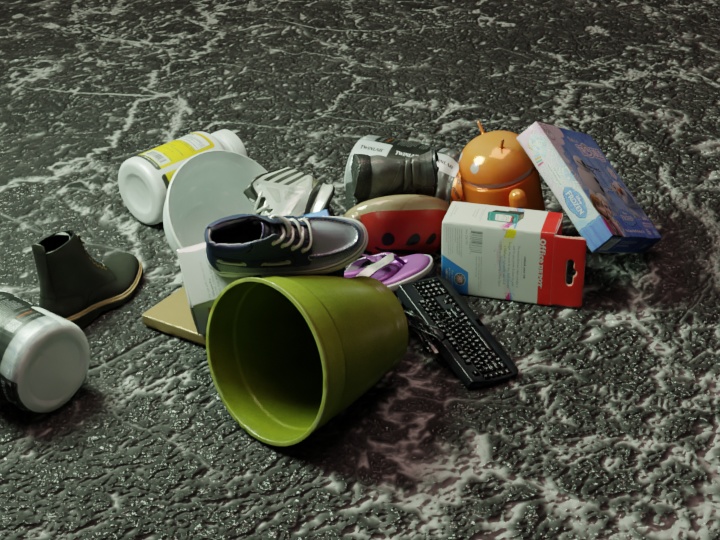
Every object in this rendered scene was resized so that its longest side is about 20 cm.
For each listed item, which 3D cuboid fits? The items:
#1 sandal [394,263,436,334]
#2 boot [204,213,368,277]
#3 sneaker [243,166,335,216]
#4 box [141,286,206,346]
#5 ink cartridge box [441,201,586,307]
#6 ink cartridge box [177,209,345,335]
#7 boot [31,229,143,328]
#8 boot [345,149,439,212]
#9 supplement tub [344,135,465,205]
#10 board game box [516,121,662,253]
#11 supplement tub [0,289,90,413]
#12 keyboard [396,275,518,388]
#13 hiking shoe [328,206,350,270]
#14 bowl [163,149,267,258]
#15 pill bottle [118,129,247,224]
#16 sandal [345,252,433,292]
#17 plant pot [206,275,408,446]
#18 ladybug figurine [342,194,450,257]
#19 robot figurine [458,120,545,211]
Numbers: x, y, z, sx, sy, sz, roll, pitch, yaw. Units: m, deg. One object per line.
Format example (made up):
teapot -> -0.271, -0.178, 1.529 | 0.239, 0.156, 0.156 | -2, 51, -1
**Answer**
sandal -> 0.056, 0.028, 1.671 | 0.076, 0.043, 0.200 | 4, 31, 11
boot -> -0.087, -0.035, 1.435 | 0.200, 0.090, 0.073 | -10, 73, -6
sneaker -> -0.125, -0.059, 1.681 | 0.115, 0.076, 0.201 | 27, 64, -2
box -> -0.173, 0.057, 1.657 | 0.200, 0.021, 0.163 | 15, 34, 29
ink cartridge box -> 0.217, -0.022, 1.676 | 0.200, 0.116, 0.067 | 8, 32, 16
ink cartridge box -> -0.127, 0.005, 1.544 | 0.200, 0.145, 0.084 | -16, 74, -8
boot -> -0.376, -0.013, 1.675 | 0.077, 0.138, 0.200 | 10, 31, 20
boot -> 0.048, -0.113, 1.783 | 0.131, 0.200, 0.070 | -3, 72, -9
supplement tub -> 0.086, -0.139, 1.881 | 0.200, 0.123, 0.123 | 12, 33, 25
board game box -> 0.332, -0.117, 1.725 | 0.200, 0.043, 0.199 | -1, 55, -57
supplement tub -> -0.449, 0.093, 1.512 | 0.200, 0.123, 0.122 | 21, 37, 33
keyboard -> 0.116, 0.073, 1.554 | 0.104, 0.040, 0.200 | -17, 46, -23
hiking shoe -> -0.066, -0.052, 1.760 | 0.076, 0.101, 0.200 | -17, 34, -24
bowl -> -0.204, -0.065, 1.713 | 0.201, 0.201, 0.090 | -30, 2, -40
pill bottle -> -0.283, -0.158, 1.948 | 0.112, 0.113, 0.200 | 24, 38, 37
sandal -> 0.001, 0.003, 1.649 | 0.202, 0.050, 0.082 | -14, 28, -3
plant pot -> -0.048, 0.087, 1.452 | 0.200, 0.201, 0.193 | 23, 27, 37
ladybug figurine -> 0.056, -0.060, 1.747 | 0.200, 0.072, 0.136 | 1, -21, -44
robot figurine -> 0.206, -0.119, 1.756 | 0.117, 0.200, 0.144 | 2, 36, 25
